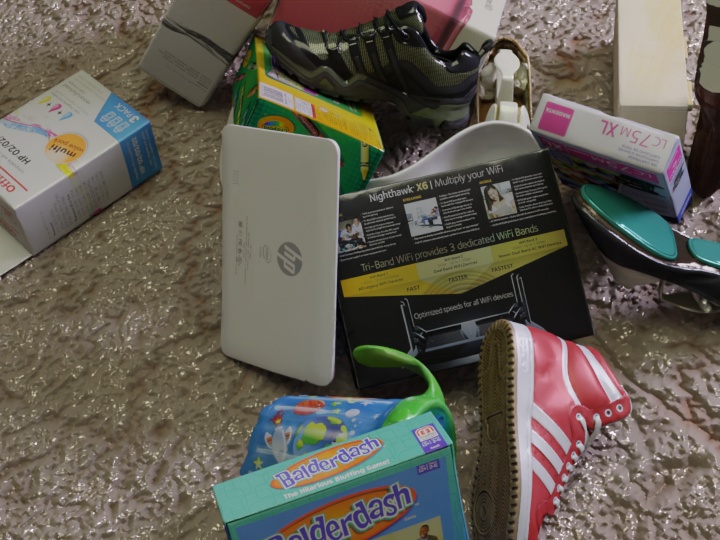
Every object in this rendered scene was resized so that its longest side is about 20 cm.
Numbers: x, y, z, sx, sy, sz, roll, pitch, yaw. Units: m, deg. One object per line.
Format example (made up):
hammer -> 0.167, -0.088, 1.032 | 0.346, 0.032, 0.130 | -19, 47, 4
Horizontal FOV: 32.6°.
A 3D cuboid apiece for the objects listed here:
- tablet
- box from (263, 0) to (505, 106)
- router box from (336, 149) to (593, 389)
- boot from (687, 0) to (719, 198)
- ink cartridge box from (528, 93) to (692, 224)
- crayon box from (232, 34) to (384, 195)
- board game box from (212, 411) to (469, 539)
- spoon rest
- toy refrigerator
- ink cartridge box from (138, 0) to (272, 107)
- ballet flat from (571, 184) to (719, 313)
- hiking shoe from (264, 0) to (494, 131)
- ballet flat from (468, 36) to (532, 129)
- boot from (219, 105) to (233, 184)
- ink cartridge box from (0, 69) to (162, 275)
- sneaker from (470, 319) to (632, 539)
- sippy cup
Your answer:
tablet -> -0.069, -0.014, 1.005 | 0.130, 0.201, 0.014 | 13, 18, 39
box -> 0.026, -0.243, 1.189 | 0.200, 0.109, 0.128 | 25, 31, -3
router box -> 0.075, 0.000, 1.017 | 0.199, 0.052, 0.158 | -12, 86, -4
boot -> 0.336, -0.182, 1.106 | 0.064, 0.200, 0.187 | 19, 73, 22
ink cartridge box -> 0.224, -0.091, 1.077 | 0.119, 0.200, 0.042 | 22, 88, 22
crayon box -> -0.052, -0.142, 1.123 | 0.119, 0.058, 0.200 | 22, 22, -15
board game box -> 0.000, 0.207, 0.815 | 0.152, 0.200, 0.045 | -17, 28, -11
spoon rest -> 0.073, -0.079, 1.122 | 0.199, 0.100, 0.061 | -7, 13, 11
toy refrigerator -> 0.284, -0.193, 1.201 | 0.070, 0.076, 0.200 | 3, 45, 9
ink cartridge box -> -0.130, -0.281, 1.230 | 0.085, 0.200, 0.146 | 31, 52, -10
ballet flat -> 0.256, -0.006, 1.032 | 0.200, 0.073, 0.073 | 21, 50, -10
hiking shoe -> 0.016, -0.202, 1.107 | 0.200, 0.101, 0.076 | 17, 22, -8
ballet flat -> 0.137, -0.153, 1.196 | 0.070, 0.065, 0.200 | 0, 51, 0
boot -> -0.080, -0.092, 1.171 | 0.090, 0.073, 0.200 | 13, 39, -19
ink cartridge box -> -0.306, -0.095, 1.178 | 0.200, 0.068, 0.115 | -39, 57, -25
sneaker -> 0.147, 0.143, 0.941 | 0.112, 0.071, 0.201 | 12, 72, -24
sippy cup -> -0.013, 0.151, 0.917 | 0.130, 0.140, 0.178 | 8, 30, 25
